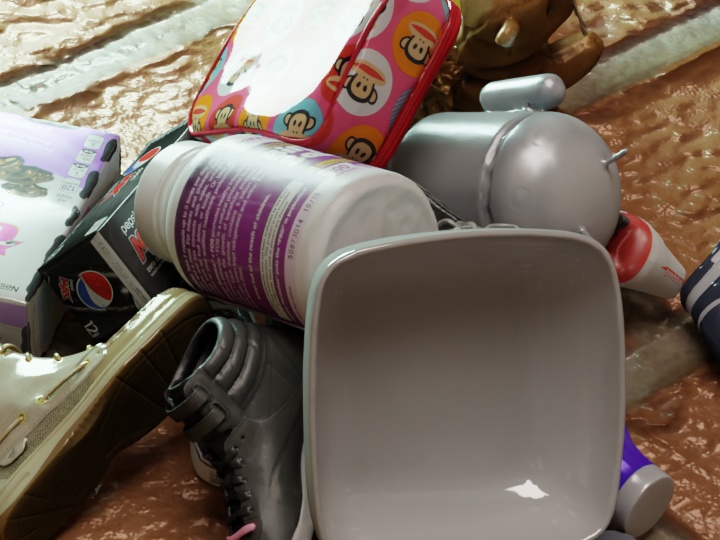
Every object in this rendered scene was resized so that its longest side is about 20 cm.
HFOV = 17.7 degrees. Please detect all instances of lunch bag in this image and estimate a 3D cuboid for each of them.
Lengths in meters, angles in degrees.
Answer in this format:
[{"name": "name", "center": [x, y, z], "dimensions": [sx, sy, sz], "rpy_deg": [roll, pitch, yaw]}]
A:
[{"name": "lunch bag", "center": [-0.023, -0.149, 1.592], "dimensions": [0.200, 0.082, 0.177], "rpy_deg": [12, 72, 59]}]

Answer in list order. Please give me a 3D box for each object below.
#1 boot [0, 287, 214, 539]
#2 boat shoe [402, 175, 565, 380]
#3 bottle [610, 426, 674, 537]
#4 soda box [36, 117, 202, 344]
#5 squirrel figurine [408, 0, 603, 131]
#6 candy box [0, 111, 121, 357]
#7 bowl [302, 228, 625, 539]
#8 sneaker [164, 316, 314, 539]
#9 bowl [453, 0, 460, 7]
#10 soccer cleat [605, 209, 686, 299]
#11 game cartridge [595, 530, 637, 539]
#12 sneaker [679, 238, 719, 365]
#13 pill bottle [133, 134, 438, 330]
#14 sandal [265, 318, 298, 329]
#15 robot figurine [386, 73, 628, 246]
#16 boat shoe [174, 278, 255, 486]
[{"name": "boot", "center": [-0.204, 0.065, 1.492], "dimensions": [0.154, 0.072, 0.200], "rpy_deg": [32, 74, 34]}, {"name": "boat shoe", "center": [0.068, -0.001, 1.489], "dimensions": [0.073, 0.068, 0.200], "rpy_deg": [-13, 55, -31]}, {"name": "bottle", "center": [0.115, 0.100, 1.510], "dimensions": [0.083, 0.066, 0.200], "rpy_deg": [-27, 49, -33]}, {"name": "soda box", "center": [-0.144, -0.034, 1.612], "dimensions": [0.063, 0.071, 0.200], "rpy_deg": [-30, 15, 32]}, {"name": "squirrel figurine", "center": [0.080, -0.157, 1.704], "dimensions": [0.199, 0.187, 0.142], "rpy_deg": [-15, 69, -5]}, {"name": "candy box", "center": [-0.277, -0.027, 1.630], "dimensions": [0.167, 0.072, 0.200], "rpy_deg": [11, 40, 8]}, {"name": "bowl", "center": [0.055, 0.071, 1.380], "dimensions": [0.199, 0.201, 0.075], "rpy_deg": [-3, 10, -18]}, {"name": "sneaker", "center": [-0.079, 0.119, 1.417], "dimensions": [0.099, 0.071, 0.201], "rpy_deg": [20, 62, -24]}, {"name": "bowl", "center": [0.046, -0.244, 1.885], "dimensions": [0.199, 0.108, 0.201], "rpy_deg": [2, 40, -2]}, {"name": "soccer cleat", "center": [0.153, -0.028, 1.673], "dimensions": [0.200, 0.085, 0.069], "rpy_deg": [26, 86, 50]}, {"name": "game cartridge", "center": [0.086, 0.194, 1.373], "dimensions": [0.199, 0.042, 0.133], "rpy_deg": [2, 14, -9]}, {"name": "sneaker", "center": [0.321, 0.011, 1.628], "dimensions": [0.199, 0.070, 0.109], "rpy_deg": [-18, 46, -19]}, {"name": "pill bottle", "center": [-0.053, -0.026, 1.477], "dimensions": [0.112, 0.113, 0.199], "rpy_deg": [-31, 32, -34]}, {"name": "sandal", "center": [-0.020, 0.073, 1.524], "dimensions": [0.054, 0.082, 0.200], "rpy_deg": [-3, 39, -23]}, {"name": "robot figurine", "center": [0.097, -0.053, 1.590], "dimensions": [0.113, 0.171, 0.199], "rpy_deg": [15, -7, -43]}, {"name": "boat shoe", "center": [-0.098, 0.053, 1.549], "dimensions": [0.071, 0.068, 0.200], "rpy_deg": [-4, 41, -8]}]
